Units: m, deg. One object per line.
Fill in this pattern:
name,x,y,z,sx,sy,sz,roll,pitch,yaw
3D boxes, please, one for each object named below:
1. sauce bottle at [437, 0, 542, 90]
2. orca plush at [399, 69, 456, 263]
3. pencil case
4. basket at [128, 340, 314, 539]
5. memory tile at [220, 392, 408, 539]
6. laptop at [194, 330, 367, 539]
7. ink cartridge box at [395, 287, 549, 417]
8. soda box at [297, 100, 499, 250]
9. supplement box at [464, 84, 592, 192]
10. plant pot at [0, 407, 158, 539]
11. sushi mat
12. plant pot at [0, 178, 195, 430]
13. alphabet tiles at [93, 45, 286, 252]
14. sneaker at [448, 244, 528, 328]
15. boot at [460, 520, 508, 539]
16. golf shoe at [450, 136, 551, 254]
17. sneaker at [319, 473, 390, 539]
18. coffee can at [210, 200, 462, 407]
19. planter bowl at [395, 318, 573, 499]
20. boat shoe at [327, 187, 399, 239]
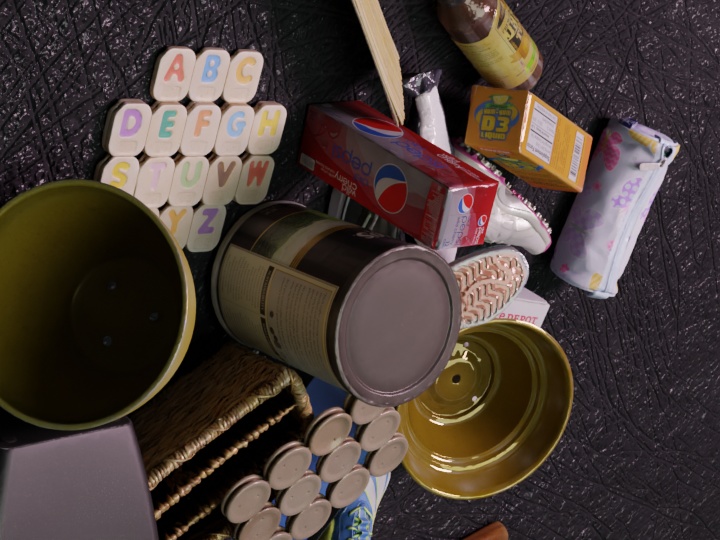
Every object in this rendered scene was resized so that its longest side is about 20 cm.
sauce bottle,0.115,-0.243,1.765,0.065,0.065,0.200,-54,143,-4
orca plush,0.047,-0.096,1.786,0.105,0.071,0.202,-45,128,-45
pencil case,0.287,-0.071,2.041,0.083,0.090,0.202,8,110,-49
basket,-0.133,0.185,1.684,0.199,0.149,0.144,-37,113,-18
memory tile,-0.042,0.194,1.725,0.199,0.017,0.154,-37,145,-14
laptop,-0.088,0.164,1.792,0.178,0.103,0.200,-53,141,-7
ink cartridge box,0.100,0.102,1.963,0.144,0.084,0.202,8,109,-47
soda box,0.032,-0.090,1.671,0.070,0.199,0.064,-8,122,-42
supplement box,0.173,-0.134,1.857,0.200,0.066,0.070,25,76,-62
plant pot,-0.290,0.197,1.539,0.198,0.199,0.179,-9,114,-43
sushi mat,0.008,-0.232,1.652,0.012,0.096,0.201,-13,136,10
plant pot,-0.218,0.033,1.522,0.201,0.199,0.142,-59,166,2
alphabet tiles,-0.150,-0.103,1.618,0.199,0.015,0.197,-4,117,-45
sneaker,0.069,0.030,1.772,0.199,0.080,0.072,-31,110,1
boot,0.090,0.406,2.194,0.199,0.068,0.190,-11,115,-51
golf shoe,0.128,-0.061,1.905,0.092,0.075,0.200,-48,134,3
sneaker,-0.007,0.303,1.968,0.076,0.105,0.201,31,92,-51
coffee can,-0.025,0.027,1.667,0.145,0.199,0.148,-13,111,-36
planter bowl,0.112,0.126,1.857,0.198,0.083,0.202,-9,115,-19
boat shoe,0.000,0.000,1.800,0.072,0.071,0.202,-23,131,-35
